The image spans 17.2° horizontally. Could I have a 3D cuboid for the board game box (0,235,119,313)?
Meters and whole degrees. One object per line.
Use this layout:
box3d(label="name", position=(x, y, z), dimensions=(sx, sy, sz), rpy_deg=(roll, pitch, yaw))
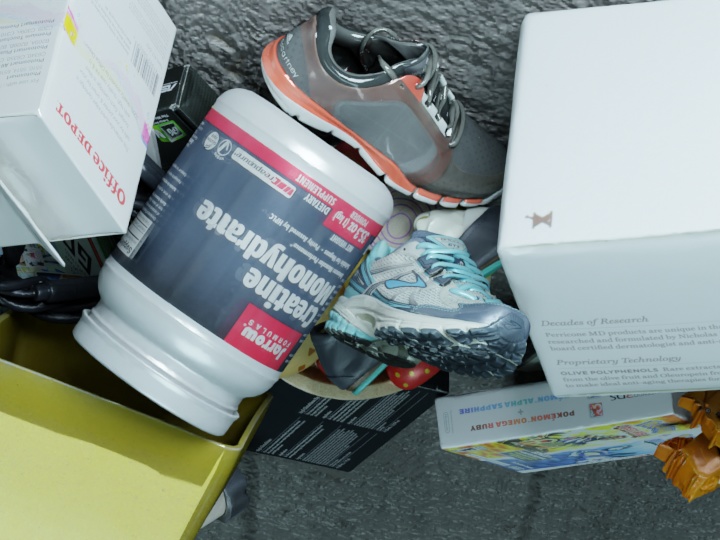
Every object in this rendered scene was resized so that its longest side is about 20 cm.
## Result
box3d(label="board game box", position=(-0.249, -0.036, 1.720), dimensions=(0.134, 0.029, 0.200), rpy_deg=(3, 143, 17))

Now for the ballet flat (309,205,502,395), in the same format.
box3d(label="ballet flat", position=(0.044, 0.002, 1.636), dimensions=(0.200, 0.073, 0.073), rpy_deg=(-40, 128, 9))

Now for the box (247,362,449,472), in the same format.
box3d(label="box", position=(-0.033, 0.080, 1.838), dimensions=(0.141, 0.079, 0.200), rpy_deg=(11, 154, -20))

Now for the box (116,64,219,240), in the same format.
box3d(label="box", position=(-0.156, -0.059, 1.731), dimensions=(0.200, 0.048, 0.193), rpy_deg=(-11, 139, 29))

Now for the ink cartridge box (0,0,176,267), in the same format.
box3d(label="ink cartridge box", position=(-0.216, -0.112, 1.533), dimensions=(0.125, 0.200, 0.129), rpy_deg=(-6, 142, 22))

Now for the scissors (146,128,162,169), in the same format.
box3d(label="scissors", position=(-0.151, -0.042, 1.701), dimensions=(0.073, 0.014, 0.200), rpy_deg=(2, 148, 18))

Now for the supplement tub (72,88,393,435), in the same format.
box3d(label="supplement tub", position=(-0.085, -0.006, 1.574), dimensions=(0.140, 0.200, 0.140), rpy_deg=(35, -178, -1))

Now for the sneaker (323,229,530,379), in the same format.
box3d(label="sneaker", position=(0.045, 0.014, 1.519), dimensions=(0.078, 0.086, 0.200), rpy_deg=(27, 170, -29))

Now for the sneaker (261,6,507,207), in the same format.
box3d(label="sneaker", position=(0.033, -0.110, 1.586), dimensions=(0.200, 0.077, 0.082), rpy_deg=(26, 132, -27))

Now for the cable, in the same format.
box3d(label="cable", position=(-0.186, -0.012, 1.666), dimensions=(0.163, 0.051, 0.200), rpy_deg=(-27, 139, 14))

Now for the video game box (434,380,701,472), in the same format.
box3d(label="video game box", position=(0.176, 0.115, 1.813), dimensions=(0.182, 0.047, 0.200), rpy_deg=(-13, 166, 20))

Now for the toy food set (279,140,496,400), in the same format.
box3d(label="toy food set", position=(0.000, 0.000, 1.686), dimensions=(0.200, 0.049, 0.198), rpy_deg=(21, 102, -17))

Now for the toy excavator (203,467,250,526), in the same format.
box3d(label="toy excavator", position=(-0.191, 0.104, 1.851), dimensions=(0.194, 0.100, 0.200), rpy_deg=(15, 122, 45))

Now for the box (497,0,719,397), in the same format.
box3d(label="box", position=(0.205, -0.048, 1.513), dimensions=(0.200, 0.199, 0.171), rpy_deg=(-4, 142, 18))

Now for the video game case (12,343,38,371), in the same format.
box3d(label="video game case", position=(-0.326, 0.055, 1.846), dimensions=(0.181, 0.036, 0.200), rpy_deg=(53, 154, -22))

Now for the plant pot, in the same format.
box3d(label="plant pot", position=(-0.195, 0.150, 1.684), dimensions=(0.200, 0.177, 0.200), rpy_deg=(21, -170, 1))

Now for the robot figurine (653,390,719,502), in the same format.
box3d(label="robot figurine", position=(0.309, 0.083, 1.721), dimensions=(0.058, 0.200, 0.145), rpy_deg=(48, 151, 21))

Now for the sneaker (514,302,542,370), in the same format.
box3d(label="sneaker", position=(0.191, 0.023, 1.734), dimensions=(0.086, 0.078, 0.200), rpy_deg=(15, 155, -27))
